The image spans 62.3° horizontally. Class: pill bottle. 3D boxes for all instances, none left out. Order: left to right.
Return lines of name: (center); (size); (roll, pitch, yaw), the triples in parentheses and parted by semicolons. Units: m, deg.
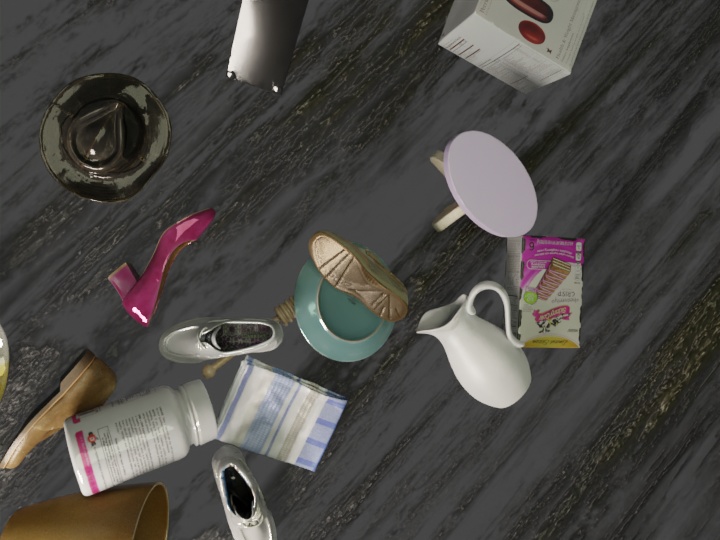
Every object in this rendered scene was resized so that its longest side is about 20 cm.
pill bottle: (-0.322, 0.240, 0.886); (0.197, 0.113, 0.116); (-16, 96, -26)

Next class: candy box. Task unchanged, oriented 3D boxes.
candy box: (0.338, 0.039, 1.102); (0.134, 0.061, 0.204); (2, 92, -16)

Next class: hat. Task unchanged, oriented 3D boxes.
hat: (-0.381, -0.204, 0.883); (0.197, 0.081, 0.205); (0, 91, -15)

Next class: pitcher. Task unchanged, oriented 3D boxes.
pitcher: (0.220, 0.126, 1.024); (0.200, 0.122, 0.171); (47, 123, -8)

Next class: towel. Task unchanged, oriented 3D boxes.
towel: (-0.132, 0.240, 0.980); (0.198, 0.024, 0.149); (25, 95, -18)

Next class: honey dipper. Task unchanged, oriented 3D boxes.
honey dipper: (-0.175, 0.109, 0.974); (0.199, 0.038, 0.038); (-37, 100, -10)

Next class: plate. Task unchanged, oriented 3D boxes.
plate: (-0.017, 0.051, 0.999); (0.197, 0.025, 0.204); (3, 84, -27)

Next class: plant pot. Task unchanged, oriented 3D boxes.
plant pot: (-0.401, 0.398, 0.858); (0.196, 0.186, 0.190); (5, 90, -2)

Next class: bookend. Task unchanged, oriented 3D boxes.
bookend: (-0.134, -0.422, 0.929); (0.091, 0.201, 0.201); (14, 132, -15)

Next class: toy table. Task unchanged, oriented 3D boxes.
toy table: (0.205, -0.144, 1.031); (0.183, 0.117, 0.202); (-36, 101, -12)

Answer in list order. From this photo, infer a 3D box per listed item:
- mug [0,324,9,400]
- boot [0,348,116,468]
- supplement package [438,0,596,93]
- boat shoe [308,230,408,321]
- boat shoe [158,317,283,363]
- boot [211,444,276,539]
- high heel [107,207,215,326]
mug: (-0.590, 0.154, 0.808); (0.150, 0.149, 0.191); (2, 85, -7)
boot: (-0.447, 0.220, 0.887); (0.075, 0.073, 0.201); (44, 78, -22)
supplement package: (0.275, -0.452, 1.026); (0.197, 0.147, 0.194); (22, 86, -16)
boat shoe: (0.000, 0.000, 0.968); (0.199, 0.065, 0.072); (39, 123, -14)
boat shoe: (-0.220, 0.107, 0.925); (0.196, 0.069, 0.074); (1, 79, 1)
boot: (-0.185, 0.383, 0.947); (0.073, 0.095, 0.203); (-24, 98, -13)
high heel: (-0.286, -0.008, 0.918); (0.199, 0.067, 0.096); (-38, 91, -6)
